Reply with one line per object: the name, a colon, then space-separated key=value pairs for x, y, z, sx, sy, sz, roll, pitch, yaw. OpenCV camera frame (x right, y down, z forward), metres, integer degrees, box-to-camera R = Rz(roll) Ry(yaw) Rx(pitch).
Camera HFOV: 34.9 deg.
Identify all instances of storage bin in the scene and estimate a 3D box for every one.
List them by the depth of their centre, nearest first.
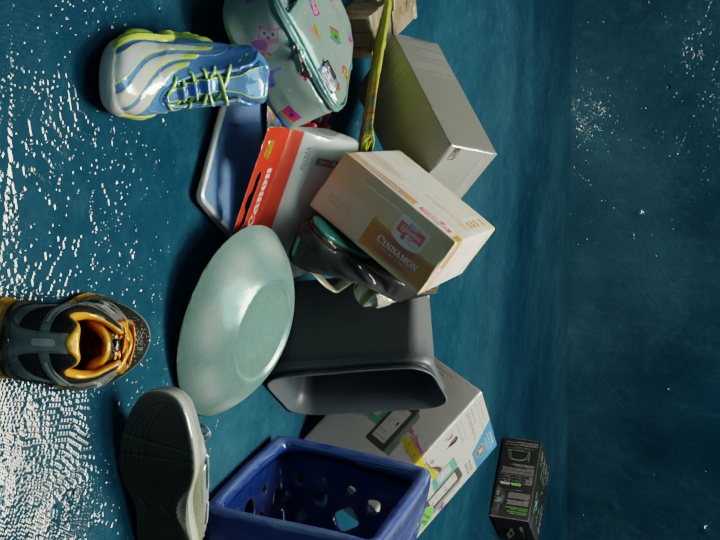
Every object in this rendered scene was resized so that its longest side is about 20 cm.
storage bin: x=0.003 y=0.086 z=1.356 sx=0.146 sy=0.197 sz=0.136 roll=58 pitch=31 yaw=-59

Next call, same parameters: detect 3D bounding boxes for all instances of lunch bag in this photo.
lunch bag: x=-0.069 y=-0.251 z=1.155 sx=0.201 sy=0.076 sz=0.162 roll=-85 pitch=153 yaw=-53

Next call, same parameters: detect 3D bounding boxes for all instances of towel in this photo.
towel: x=0.018 y=-0.216 z=1.352 sx=0.086 sy=0.018 sz=0.203 roll=111 pitch=-11 yaw=-62

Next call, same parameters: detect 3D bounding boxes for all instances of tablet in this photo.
tablet: x=-0.123 y=-0.137 z=1.197 sx=0.130 sy=0.013 sz=0.203 roll=55 pitch=44 yaw=-62

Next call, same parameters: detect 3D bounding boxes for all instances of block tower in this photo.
block tower: x=0.019 y=-0.331 z=1.504 sx=0.200 sy=0.057 sz=0.055 roll=-51 pitch=141 yaw=-56

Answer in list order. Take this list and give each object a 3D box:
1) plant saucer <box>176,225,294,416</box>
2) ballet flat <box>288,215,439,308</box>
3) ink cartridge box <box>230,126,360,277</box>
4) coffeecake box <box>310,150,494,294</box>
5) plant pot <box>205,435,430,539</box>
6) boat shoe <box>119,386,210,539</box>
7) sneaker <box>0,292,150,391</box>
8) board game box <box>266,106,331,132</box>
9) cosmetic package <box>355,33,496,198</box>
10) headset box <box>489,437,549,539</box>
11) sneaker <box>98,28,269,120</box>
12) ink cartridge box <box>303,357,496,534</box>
plant saucer: x=-0.112 y=0.057 z=1.163 sx=0.201 sy=0.038 sz=0.203 roll=-48 pitch=147 yaw=-46
ballet flat: x=0.000 y=0.000 z=1.260 sx=0.198 sy=0.072 sz=0.074 roll=23 pitch=70 yaw=-39
ink cartridge box: x=-0.071 y=-0.071 z=1.223 sx=0.200 sy=0.050 sz=0.164 roll=-25 pitch=137 yaw=-74
coffeecake box: x=0.052 y=-0.060 z=1.276 sx=0.073 sy=0.153 sz=0.200 roll=-53 pitch=169 yaw=16
plant pot: x=-0.046 y=0.315 z=1.249 sx=0.200 sy=0.197 sz=0.183 roll=-35 pitch=132 yaw=-66
boat shoe: x=-0.171 y=0.187 z=1.046 sx=0.065 sy=0.073 sz=0.205 roll=-64 pitch=156 yaw=-58
sneaker: x=-0.211 y=0.059 z=0.892 sx=0.200 sy=0.076 sz=0.080 roll=0 pitch=92 yaw=-72
board game box: x=-0.056 y=-0.184 z=1.311 sx=0.159 sy=0.038 sz=0.202 roll=79 pitch=22 yaw=-50
cosmetic package: x=0.079 y=-0.188 z=1.443 sx=0.089 sy=0.107 sz=0.202 roll=2 pitch=52 yaw=-39
headset box: x=0.365 y=0.510 z=2.610 sx=0.175 sy=0.091 sz=0.203 roll=62 pitch=37 yaw=-57
sneaker: x=-0.142 y=-0.174 z=0.997 sx=0.200 sy=0.103 sz=0.077 roll=-40 pitch=131 yaw=-65
ink cartridge box: x=0.050 y=0.223 z=1.462 sx=0.200 sy=0.145 sz=0.147 roll=-45 pitch=145 yaw=-17
